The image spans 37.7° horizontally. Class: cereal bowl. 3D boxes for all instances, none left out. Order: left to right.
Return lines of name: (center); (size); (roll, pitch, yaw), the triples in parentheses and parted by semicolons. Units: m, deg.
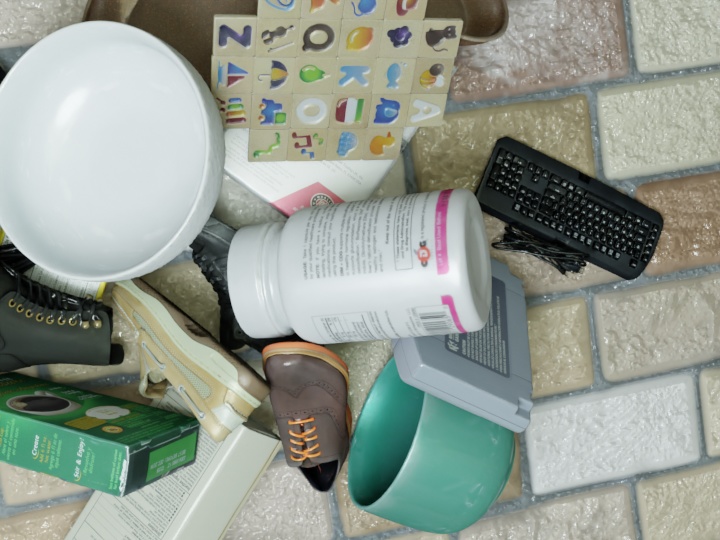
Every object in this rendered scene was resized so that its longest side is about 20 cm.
cereal bowl: (-0.193, -0.090, 0.838); (0.198, 0.083, 0.203); (-1, 88, 16)

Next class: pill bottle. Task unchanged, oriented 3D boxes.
pill bottle: (0.000, 0.000, 0.861); (0.198, 0.113, 0.115); (-6, 97, 17)

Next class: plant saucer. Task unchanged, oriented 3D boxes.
plant saucer: (-0.147, -0.204, 0.907); (0.198, 0.037, 0.203); (-4, 78, 18)
plant saucer: (0.042, -0.265, 0.922); (0.200, 0.201, 0.037); (36, 128, -13)

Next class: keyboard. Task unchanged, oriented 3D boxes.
keyboard: (0.206, -0.047, 1.035); (0.198, 0.040, 0.105); (23, 89, -12)

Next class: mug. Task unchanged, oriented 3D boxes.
mug: (0.077, 0.146, 0.964); (0.114, 0.152, 0.187); (23, 91, -17)

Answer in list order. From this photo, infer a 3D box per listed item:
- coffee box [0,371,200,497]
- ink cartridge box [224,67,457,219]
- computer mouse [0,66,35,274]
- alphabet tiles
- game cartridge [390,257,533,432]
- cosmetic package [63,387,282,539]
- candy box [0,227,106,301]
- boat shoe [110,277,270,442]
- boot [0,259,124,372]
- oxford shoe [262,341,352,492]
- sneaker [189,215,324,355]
coffee box: (-0.245, 0.129, 0.866); (0.198, 0.123, 0.044); (11, 96, 17)
ink cartridge box: (-0.030, -0.144, 0.951); (0.145, 0.085, 0.201); (35, 89, -13)
computer mouse: (-0.289, -0.097, 0.892); (0.139, 0.046, 0.202); (-13, 89, 2)
alphabet tiles: (-0.021, -0.158, 0.847); (0.198, 0.006, 0.168); (-2, 131, -13)
game cartridge: (0.090, 0.046, 0.950); (0.132, 0.201, 0.042); (22, 126, -11)
cosmetic package: (-0.170, 0.203, 0.931); (0.201, 0.103, 0.073); (-57, 148, -1)
candy box: (-0.252, -0.066, 0.937); (0.101, 0.026, 0.202); (19, 90, -9)
boat shoe: (-0.163, 0.073, 0.893); (0.076, 0.199, 0.072); (-52, 139, -5)
boot: (-0.269, 0.018, 0.865); (0.137, 0.201, 0.078); (1, 60, -8)
oxford shoe: (-0.041, 0.128, 0.916); (0.070, 0.201, 0.073); (-5, 55, 10)
sneaker: (-0.107, 0.026, 0.960); (0.199, 0.060, 0.105); (28, 84, -17)
